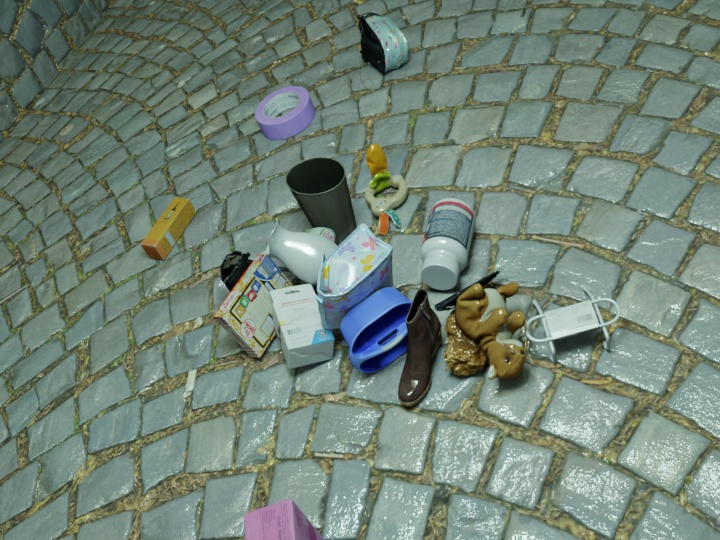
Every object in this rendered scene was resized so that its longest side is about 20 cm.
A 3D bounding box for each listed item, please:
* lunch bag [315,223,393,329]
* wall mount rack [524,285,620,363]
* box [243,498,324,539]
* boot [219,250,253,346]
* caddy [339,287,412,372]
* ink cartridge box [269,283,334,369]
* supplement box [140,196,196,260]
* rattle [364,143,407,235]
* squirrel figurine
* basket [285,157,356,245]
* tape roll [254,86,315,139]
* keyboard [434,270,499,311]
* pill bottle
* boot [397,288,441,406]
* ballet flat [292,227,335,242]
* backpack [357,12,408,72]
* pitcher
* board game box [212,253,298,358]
[{"bbox_3d":[-0.025,0.024,1.572,0.126,0.171,0.200,37,69,23],"label":"lunch bag"},{"bbox_3d":[0.438,0.098,1.460,0.194,0.075,0.177,-15,49,10],"label":"wall mount rack"},{"bbox_3d":[-0.119,0.535,1.208,0.094,0.202,0.179,-18,44,5],"label":"box"},{"bbox_3d":[-0.300,0.065,1.740,0.071,0.164,0.202,-6,47,20],"label":"boot"},{"bbox_3d":[0.051,0.137,1.541,0.198,0.143,0.105,-34,40,-9],"label":"caddy"},{"bbox_3d":[-0.143,0.129,1.659,0.112,0.069,0.202,-9,42,-17],"label":"ink cartridge box"},{"bbox_3d":[-0.579,-0.130,2.108,0.065,0.070,0.203,7,55,27],"label":"supplement box"},{"bbox_3d":[0.062,-0.218,1.864,0.126,0.145,0.203,9,45,6],"label":"rattle"},{"bbox_3d":[0.265,0.148,1.458,0.199,0.139,0.191,-39,62,37],"label":"squirrel figurine"},{"bbox_3d":[-0.090,-0.175,1.840,0.177,0.202,0.137,15,55,32],"label":"basket"},{"bbox_3d":[-0.253,-0.530,2.330,0.194,0.066,0.204,-12,47,13],"label":"tape roll"},{"bbox_3d":[0.239,0.058,1.545,0.103,0.040,0.198,-34,-9,40],"label":"keyboard"},{"bbox_3d":[0.206,-0.062,1.667,0.116,0.121,0.203,0,49,23],"label":"pill bottle"},{"bbox_3d":[0.112,0.162,1.470,0.071,0.168,0.203,8,53,29],"label":"boot"},{"bbox_3d":[-0.153,-0.072,1.844,0.196,0.071,0.071,-1,23,41],"label":"ballet flat"},{"bbox_3d":[0.075,-0.764,2.341,0.124,0.169,0.202,-25,50,-9],"label":"backpack"},{"bbox_3d":[-0.153,-0.028,1.758,0.196,0.172,0.124,23,53,-12],"label":"pitcher"},{"bbox_3d":[-0.249,0.086,1.704,0.046,0.152,0.202,-3,44,46],"label":"board game box"}]
